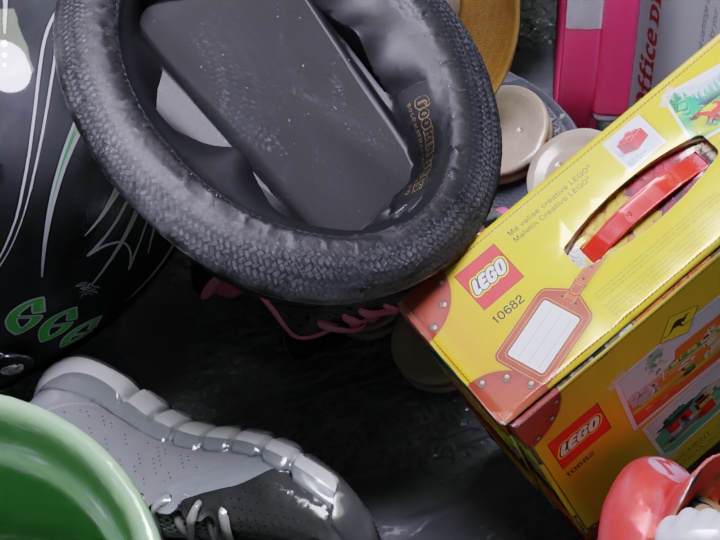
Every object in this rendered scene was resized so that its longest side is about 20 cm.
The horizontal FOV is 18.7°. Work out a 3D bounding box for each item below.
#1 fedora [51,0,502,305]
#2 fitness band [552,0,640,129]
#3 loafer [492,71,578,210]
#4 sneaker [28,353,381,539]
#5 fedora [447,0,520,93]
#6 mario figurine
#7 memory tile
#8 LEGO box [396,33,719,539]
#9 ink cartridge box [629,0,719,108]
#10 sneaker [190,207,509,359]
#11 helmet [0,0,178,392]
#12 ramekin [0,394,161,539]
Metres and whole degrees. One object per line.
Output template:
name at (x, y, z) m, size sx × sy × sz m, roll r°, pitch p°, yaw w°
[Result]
fedora at (-0.042, -0.058, 0.905) m, size 0.200 × 0.092 × 0.201 m, roll 9°, pitch 56°, yaw -14°
fitness band at (0.121, -0.159, 1.114) m, size 0.037 × 0.201 × 0.144 m, roll 4°, pitch 38°, yaw 2°
loafer at (0.070, -0.063, 1.117) m, size 0.072 × 0.063 × 0.200 m, roll -39°, pitch 55°, yaw 3°
sneaker at (-0.092, 0.116, 0.932) m, size 0.200 × 0.075 × 0.115 m, roll 19°, pitch 51°, yaw 37°
fedora at (-0.023, -0.120, 1.007) m, size 0.200 × 0.201 × 0.082 m, roll 10°, pitch 44°, yaw 15°
mario figurine at (0.175, 0.137, 0.840) m, size 0.106 × 0.124 × 0.200 m, roll -32°, pitch 59°, yaw -23°
memory tile at (0.021, -0.040, 1.079) m, size 0.200 × 0.017 × 0.153 m, roll 36°, pitch 84°, yaw 34°
LEGO box at (0.132, 0.005, 0.917) m, size 0.200 × 0.149 × 0.077 m, roll -40°, pitch 58°, yaw -3°
ink cartridge box at (0.218, -0.092, 1.073) m, size 0.083 × 0.146 × 0.200 m, roll -18°, pitch 44°, yaw -20°
sneaker at (0.000, 0.000, 1.028) m, size 0.199 × 0.096 × 0.079 m, roll 16°, pitch 5°, yaw 31°
helmet at (-0.164, -0.063, 1.006) m, size 0.191 × 0.200 × 0.200 m, roll -51°, pitch 47°, yaw 12°
ramekin at (-0.158, 0.155, 0.830) m, size 0.199 × 0.098 × 0.201 m, roll -5°, pitch 59°, yaw 8°
